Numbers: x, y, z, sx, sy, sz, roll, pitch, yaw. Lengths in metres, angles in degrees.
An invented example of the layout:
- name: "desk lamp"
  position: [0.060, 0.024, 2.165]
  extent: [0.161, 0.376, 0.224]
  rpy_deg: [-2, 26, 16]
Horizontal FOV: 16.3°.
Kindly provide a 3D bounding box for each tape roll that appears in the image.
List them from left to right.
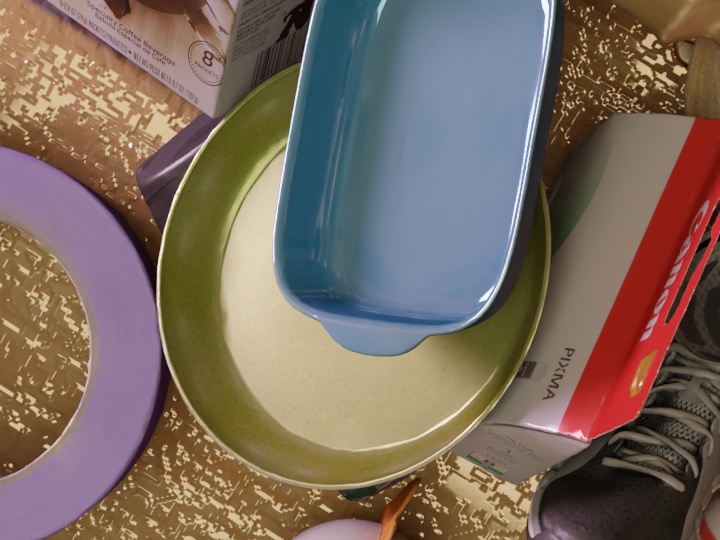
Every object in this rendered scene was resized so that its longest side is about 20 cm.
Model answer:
- name: "tape roll"
  position: [-0.194, 0.039, 1.238]
  extent: [0.199, 0.085, 0.201]
  rpy_deg: [0, 88, -1]

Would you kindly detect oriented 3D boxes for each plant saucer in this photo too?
- name: "plant saucer"
  position: [0.000, 0.000, 1.125]
  extent: [0.199, 0.031, 0.201]
  rpy_deg: [-6, 77, 28]

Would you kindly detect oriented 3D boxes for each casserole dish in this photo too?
- name: "casserole dish"
  position: [0.029, -0.060, 1.081]
  extent: [0.121, 0.039, 0.201]
  rpy_deg: [7, 84, 31]

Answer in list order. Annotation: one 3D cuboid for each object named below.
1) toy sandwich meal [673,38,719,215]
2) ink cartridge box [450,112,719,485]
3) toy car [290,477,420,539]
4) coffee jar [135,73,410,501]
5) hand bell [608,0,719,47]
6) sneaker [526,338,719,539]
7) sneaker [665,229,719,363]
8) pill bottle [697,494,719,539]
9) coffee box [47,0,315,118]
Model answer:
- name: "toy sandwich meal"
  position: [0.234, -0.084, 1.164]
  extent: [0.204, 0.070, 0.206]
  rpy_deg: [0, 99, 1]
- name: "ink cartridge box"
  position: [0.104, 0.002, 1.092]
  extent: [0.050, 0.200, 0.161]
  rpy_deg: [26, 74, -3]
- name: "toy car"
  position: [-0.013, 0.193, 1.207]
  extent: [0.184, 0.177, 0.201]
  rpy_deg: [19, 93, -1]
- name: "coffee jar"
  position: [-0.018, 0.005, 1.218]
  extent: [0.104, 0.085, 0.200]
  rpy_deg: [-36, 89, 13]
- name: "hand bell"
  position: [0.176, -0.093, 1.088]
  extent: [0.104, 0.104, 0.200]
  rpy_deg: [-44, 82, 14]
- name: "sneaker"
  position: [0.140, 0.057, 1.124]
  extent: [0.075, 0.200, 0.116]
  rpy_deg: [25, 120, 18]
- name: "sneaker"
  position: [0.208, 0.022, 1.024]
  extent: [0.199, 0.087, 0.074]
  rpy_deg: [4, 120, 29]
- name: "pill bottle"
  position: [0.158, 0.216, 1.195]
  extent: [0.114, 0.114, 0.200]
  rpy_deg: [35, 104, 6]
- name: "coffee box"
  position: [-0.066, -0.186, 1.130]
  extent: [0.113, 0.080, 0.200]
  rpy_deg: [35, 136, 21]
